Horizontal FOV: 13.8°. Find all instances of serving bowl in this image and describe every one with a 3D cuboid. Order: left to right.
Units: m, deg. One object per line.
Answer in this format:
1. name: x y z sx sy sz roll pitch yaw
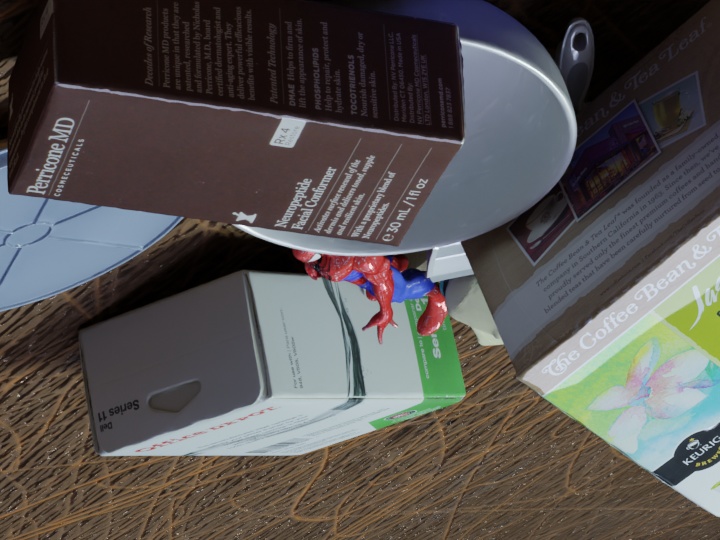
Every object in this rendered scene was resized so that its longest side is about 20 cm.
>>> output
1. serving bowl: 0.009 -0.087 1.516 0.199 0.066 0.200 -2 149 -1

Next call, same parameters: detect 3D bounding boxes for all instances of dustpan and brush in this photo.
1. dustpan and brush: 0.108 -0.066 1.636 0.139 0.057 0.201 -10 129 -13

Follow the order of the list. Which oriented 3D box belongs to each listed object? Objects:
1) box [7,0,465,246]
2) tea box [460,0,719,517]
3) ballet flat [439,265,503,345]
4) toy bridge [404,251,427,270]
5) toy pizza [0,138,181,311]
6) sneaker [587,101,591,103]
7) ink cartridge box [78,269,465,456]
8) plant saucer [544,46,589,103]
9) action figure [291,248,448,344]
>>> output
1. box: -0.059 -0.076 1.395 0.199 0.075 0.100 8 148 -16
2. tea box: 0.194 -0.004 1.604 0.200 0.134 0.196 -41 131 18
3. ballet flat: 0.097 0.020 1.809 0.069 0.070 0.200 -26 173 12
4. toy bridge: 0.050 -0.025 1.837 0.199 0.027 0.067 -2 153 -46
5. toy pizza: -0.178 -0.031 1.557 0.199 0.032 0.200 -19 160 -7
6. sneaker: 0.167 -0.079 1.754 0.200 0.081 0.076 -48 152 14
7. ink cartridge box: -0.055 0.059 1.831 0.146 0.084 0.200 -19 167 34
8. plant saucer: 0.033 -0.077 1.670 0.199 0.030 0.200 -20 162 -7
9. action figure: 0.000 0.000 1.704 0.052 0.065 0.200 -51 159 1
